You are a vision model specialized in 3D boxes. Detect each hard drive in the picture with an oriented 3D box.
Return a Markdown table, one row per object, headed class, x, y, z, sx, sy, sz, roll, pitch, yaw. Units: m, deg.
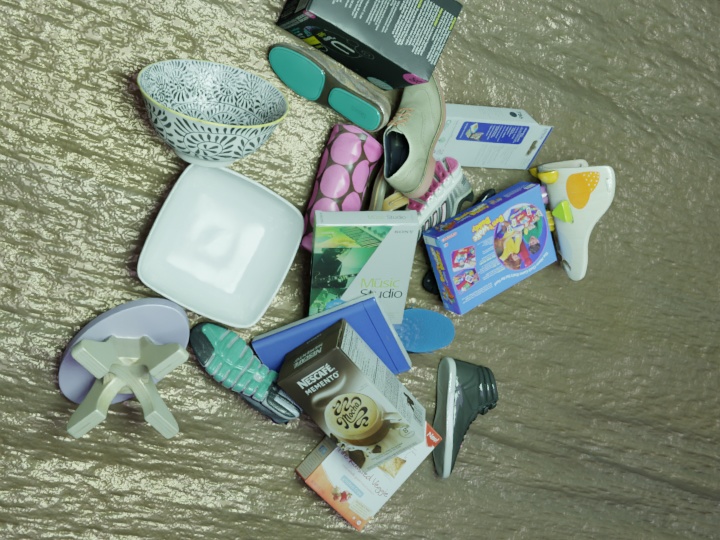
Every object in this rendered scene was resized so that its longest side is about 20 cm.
| class | x | y | z | sx | sy | sz | roll | pitch | yaw |
| --- | --- | --- | --- | --- | --- | --- | --- | --- | --- |
| hard drive | -0.042 | 0.123 | 1.243 | 0.200 | 0.025 | 0.132 | -21 | 114 | 15 |

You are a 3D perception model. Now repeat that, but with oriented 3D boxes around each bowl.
| class | x | y | z | sx | sy | sz | roll | pitch | yaw |
| --- | --- | --- | --- | --- | --- | --- | --- | --- | --- |
| bowl | -0.203 | -0.200 | 1.130 | 0.201 | 0.201 | 0.094 | 3 | 125 | -22 |
| bowl | -0.200 | -0.038 | 1.192 | 0.200 | 0.075 | 0.200 | 28 | 87 | -22 |

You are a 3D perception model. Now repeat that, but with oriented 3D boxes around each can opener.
| class | x | y | z | sx | sy | sz | roll | pitch | yaw |
| --- | --- | --- | --- | --- | --- | --- | --- | --- | --- |
| can opener | 0.167 | -0.044 | 1.347 | 0.063 | 0.079 | 0.200 | 29 | 91 | 22 |

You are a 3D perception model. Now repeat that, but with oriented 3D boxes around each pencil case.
| class | x | y | z | sx | sy | sz | roll | pitch | yaw |
| --- | --- | --- | --- | --- | --- | --- | --- | --- | --- |
| pencil case | -0.025 | -0.112 | 1.244 | 0.094 | 0.091 | 0.200 | 19 | 89 | -28 |

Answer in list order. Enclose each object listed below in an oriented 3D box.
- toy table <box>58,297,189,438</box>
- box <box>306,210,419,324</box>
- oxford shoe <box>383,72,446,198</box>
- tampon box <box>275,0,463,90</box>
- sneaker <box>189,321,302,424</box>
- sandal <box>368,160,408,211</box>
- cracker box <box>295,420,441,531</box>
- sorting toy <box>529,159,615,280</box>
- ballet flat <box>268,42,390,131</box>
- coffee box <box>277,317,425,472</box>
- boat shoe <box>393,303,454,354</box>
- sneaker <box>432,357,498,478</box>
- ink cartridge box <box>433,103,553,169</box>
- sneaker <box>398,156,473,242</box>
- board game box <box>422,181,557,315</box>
| class | x | y | z | sx | sy | sz | roll | pitch | yaw |
| --- | --- | --- | --- | --- | --- | --- | --- | --- | --- |
| toy table | -0.313 | 0.136 | 1.119 | 0.184 | 0.117 | 0.200 | 38 | 102 | -29 |
| box | 0.000 | 0.000 | 1.199 | 0.144 | 0.036 | 0.200 | -1 | 132 | -8 |
| oxford shoe | 0.075 | -0.209 | 1.214 | 0.074 | 0.071 | 0.200 | 22 | 67 | -48 |
| tampon box | 0.010 | -0.360 | 1.187 | 0.200 | 0.150 | 0.126 | 26 | 87 | -22 |
| sneaker | -0.177 | 0.161 | 1.237 | 0.200 | 0.088 | 0.074 | 39 | 55 | 1 |
| sandal | 0.041 | -0.091 | 1.257 | 0.054 | 0.080 | 0.200 | 16 | 69 | 10 |
| cracker box | 0.015 | 0.291 | 1.332 | 0.200 | 0.058 | 0.134 | -47 | 111 | -10 |
| sorting toy | 0.337 | -0.081 | 1.350 | 0.107 | 0.200 | 0.180 | -5 | 100 | 5 |
| ballet flat | -0.041 | -0.270 | 1.220 | 0.200 | 0.068 | 0.067 | 36 | 40 | 2 |
| coffee box | -0.010 | 0.182 | 1.211 | 0.113 | 0.080 | 0.200 | -34 | 110 | 21 |
| boat shoe | 0.046 | 0.092 | 1.315 | 0.200 | 0.069 | 0.084 | 3 | 84 | -17 |
| sneaker | 0.176 | 0.244 | 1.381 | 0.099 | 0.071 | 0.200 | 4 | 92 | -17 |
| ink cartridge box | 0.192 | -0.208 | 1.313 | 0.200 | 0.039 | 0.099 | 2 | 140 | -22 |
| sneaker | 0.105 | -0.076 | 1.306 | 0.087 | 0.074 | 0.200 | 40 | 89 | -33 |
| board game box | 0.204 | -0.036 | 1.303 | 0.200 | 0.045 | 0.135 | -27 | 113 | -22 |
